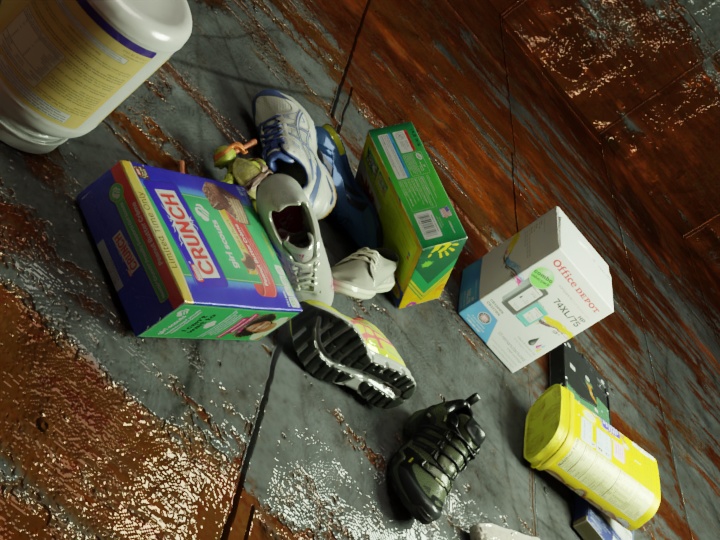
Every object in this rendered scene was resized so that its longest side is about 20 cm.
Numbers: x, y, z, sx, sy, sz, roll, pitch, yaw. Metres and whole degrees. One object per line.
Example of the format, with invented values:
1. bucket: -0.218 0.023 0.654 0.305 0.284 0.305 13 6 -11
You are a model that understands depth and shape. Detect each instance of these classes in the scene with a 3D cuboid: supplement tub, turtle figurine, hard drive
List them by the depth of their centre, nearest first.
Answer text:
1. supplement tub: -0.277 -0.219 1.000 0.145 0.200 0.146 41 28 -28
2. turtle figurine: -0.128 -0.097 1.272 0.162 0.064 0.200 53 25 -5
3. hard drive: 0.384 0.215 1.820 0.140 0.038 0.200 47 25 -17

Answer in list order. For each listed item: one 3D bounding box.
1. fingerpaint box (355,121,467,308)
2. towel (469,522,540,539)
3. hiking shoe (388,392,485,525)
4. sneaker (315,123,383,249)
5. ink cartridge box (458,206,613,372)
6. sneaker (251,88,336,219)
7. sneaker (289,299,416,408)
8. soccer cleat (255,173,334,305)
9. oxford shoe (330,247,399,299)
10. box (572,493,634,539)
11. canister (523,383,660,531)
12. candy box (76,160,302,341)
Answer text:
1. fingerpaint box: 0.063 -0.076 1.461 0.073 0.167 0.201 -14 63 -18
2. towel: 0.214 0.395 1.302 0.200 0.034 0.133 29 35 -43
3. hiking shoe: 0.096 0.214 1.240 0.076 0.101 0.200 46 26 -16
4. sneaker: -0.039 -0.105 1.462 0.078 0.066 0.201 -28 94 -30
5. ink cartridge box: 0.282 0.030 1.676 0.147 0.200 0.146 46 26 -16
6. sneaker: -0.098 -0.163 1.387 0.201 0.075 0.088 62 20 16
7. sneaker: -0.017 0.087 1.242 0.200 0.078 0.090 42 19 -37
8. soccer cleat: -0.072 -0.014 1.190 0.086 0.070 0.201 -127 -165 -55
9. oxford shoe: 0.000 0.000 1.355 0.075 0.058 0.200 21 13 18
10. box: 0.381 0.374 1.623 0.121 0.032 0.200 50 27 -10
11. canister: 0.350 0.283 1.569 0.200 0.087 0.149 36 29 -8
12. candy box: -0.172 -0.016 1.078 0.200 0.077 0.170 6 52 -58
